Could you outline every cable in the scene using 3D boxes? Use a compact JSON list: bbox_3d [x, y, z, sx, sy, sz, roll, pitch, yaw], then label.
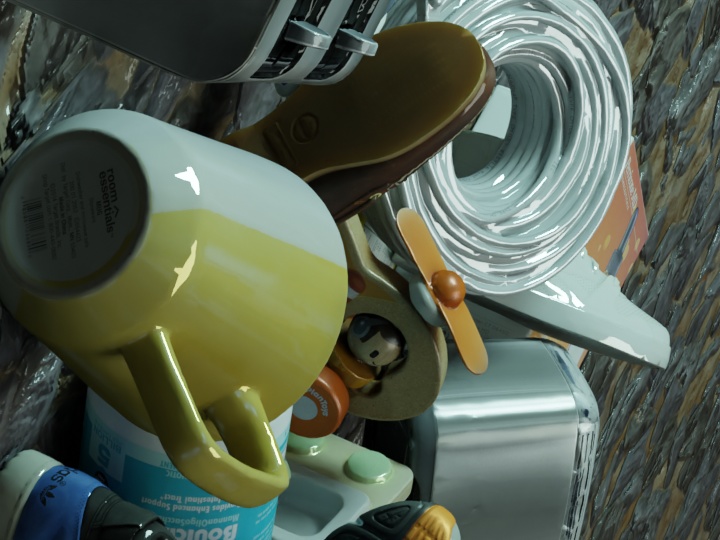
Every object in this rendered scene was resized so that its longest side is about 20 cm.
[{"bbox_3d":[0.075,-0.088,1.788,0.199,0.069,0.201,14,93,-41],"label":"cable"}]

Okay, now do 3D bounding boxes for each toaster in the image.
[{"bbox_3d":[0.070,0.119,1.874,0.128,0.114,0.201,-5,124,-19],"label":"toaster"},{"bbox_3d":[-0.082,-0.158,1.259,0.119,0.199,0.181,-67,169,8],"label":"toaster"}]

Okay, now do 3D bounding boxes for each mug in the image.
[{"bbox_3d":[-0.089,0.002,1.422,0.150,0.186,0.153,-57,152,-1],"label":"mug"}]

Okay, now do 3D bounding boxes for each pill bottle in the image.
[{"bbox_3d":[-0.100,0.130,1.612,0.111,0.110,0.201,-42,147,-51],"label":"pill bottle"}]

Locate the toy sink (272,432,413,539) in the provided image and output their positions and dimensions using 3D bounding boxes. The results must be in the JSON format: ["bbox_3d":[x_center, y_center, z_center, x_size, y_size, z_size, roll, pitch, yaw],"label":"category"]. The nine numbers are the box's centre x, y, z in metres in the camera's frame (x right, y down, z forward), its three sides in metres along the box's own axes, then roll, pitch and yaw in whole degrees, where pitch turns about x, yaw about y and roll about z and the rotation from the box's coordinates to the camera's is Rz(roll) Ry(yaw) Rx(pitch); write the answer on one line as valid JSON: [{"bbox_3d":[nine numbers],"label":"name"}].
[{"bbox_3d":[-0.048,0.166,1.790,0.130,0.112,0.201,-44,149,-50],"label":"toy sink"}]

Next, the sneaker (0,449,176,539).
[{"bbox_3d":[-0.152,0.201,1.552,0.077,0.111,0.201,-29,138,-61],"label":"sneaker"}]

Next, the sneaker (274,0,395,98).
[{"bbox_3d":[-0.031,-0.147,1.541,0.200,0.080,0.147,-46,148,-58],"label":"sneaker"}]

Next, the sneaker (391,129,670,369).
[{"bbox_3d":[0.129,-0.019,1.899,0.074,0.199,0.116,-2,-115,68],"label":"sneaker"}]

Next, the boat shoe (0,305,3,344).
[{"bbox_3d":[-0.209,0.101,1.369,0.201,0.062,0.075,-64,159,-15],"label":"boat shoe"}]

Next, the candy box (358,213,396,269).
[{"bbox_3d":[0.019,-0.056,1.855,0.201,0.026,0.102,-66,160,-6],"label":"candy box"}]

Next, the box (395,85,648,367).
[{"bbox_3d":[0.104,0.005,2.028,0.201,0.106,0.152,-61,159,-18],"label":"box"}]

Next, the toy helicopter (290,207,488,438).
[{"bbox_3d":[0.000,0.000,1.715,0.079,0.132,0.201,-56,135,-51],"label":"toy helicopter"}]

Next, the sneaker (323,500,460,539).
[{"bbox_3d":[0.003,0.210,1.712,0.092,0.076,0.200,-1,131,-56],"label":"sneaker"}]

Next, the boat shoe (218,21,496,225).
[{"bbox_3d":[-0.013,-0.065,1.582,0.199,0.071,0.070,-27,153,16],"label":"boat shoe"}]
